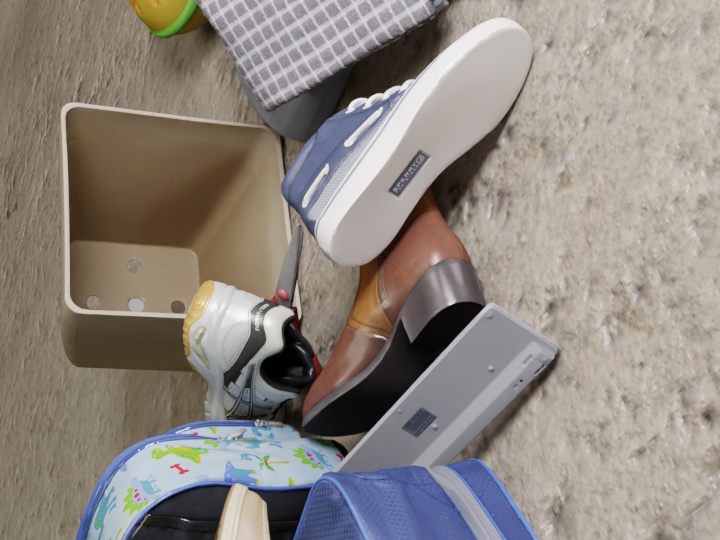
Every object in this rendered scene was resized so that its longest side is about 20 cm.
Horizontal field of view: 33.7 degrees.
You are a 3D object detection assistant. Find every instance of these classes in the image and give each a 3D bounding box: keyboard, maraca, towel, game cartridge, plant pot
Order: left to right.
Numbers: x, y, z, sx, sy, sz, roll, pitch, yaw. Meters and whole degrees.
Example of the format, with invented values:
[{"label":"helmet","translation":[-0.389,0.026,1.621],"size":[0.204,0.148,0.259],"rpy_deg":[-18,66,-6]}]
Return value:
[{"label":"plant pot","translation":[-0.183,-0.006,1.075],"size":[0.177,0.197,0.202],"rpy_deg":[127,140,-52]},{"label":"maraca","translation":[-0.199,-0.323,1.251],"size":[0.138,0.106,0.200],"rpy_deg":[-58,37,20]},{"label":"game cartridge","translation":[-0.064,-0.207,1.071],"size":[0.134,0.040,0.201],"rpy_deg":[-66,34,29]},{"label":"towel","translation":[-0.040,-0.230,0.898],"size":[0.199,0.086,0.167],"rpy_deg":[-24,103,40]},{"label":"keyboard","translation":[0.044,0.101,0.769],"size":[0.200,0.056,0.011],"rpy_deg":[-50,12,28]}]

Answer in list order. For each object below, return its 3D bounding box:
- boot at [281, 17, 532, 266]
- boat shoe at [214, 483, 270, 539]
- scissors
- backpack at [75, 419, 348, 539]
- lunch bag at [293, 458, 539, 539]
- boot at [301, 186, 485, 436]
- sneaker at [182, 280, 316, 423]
[{"label":"boot","translation":[0.024,-0.104,0.816],"size":[0.200,0.073,0.090],"rpy_deg":[-48,46,6]},{"label":"boat shoe","translation":[-0.058,0.211,0.680],"size":[0.201,0.064,0.073],"rpy_deg":[-96,18,-51]},{"label":"scissors","translation":[-0.065,0.021,0.917],"size":[0.073,0.014,0.201],"rpy_deg":[30,148,26]},{"label":"backpack","translation":[-0.105,0.202,0.867],"size":[0.147,0.198,0.185],"rpy_deg":[38,115,55]},{"label":"lunch bag","translation":[0.044,0.205,0.692],"size":[0.201,0.131,0.137],"rpy_deg":[59,138,45]},{"label":"boot","translation":[0.000,0.000,0.879],"size":[0.189,0.068,0.201],"rpy_deg":[-54,39,36]},{"label":"sneaker","translation":[-0.075,0.087,0.928],"size":[0.201,0.087,0.076],"rpy_deg":[76,-151,-58]}]
